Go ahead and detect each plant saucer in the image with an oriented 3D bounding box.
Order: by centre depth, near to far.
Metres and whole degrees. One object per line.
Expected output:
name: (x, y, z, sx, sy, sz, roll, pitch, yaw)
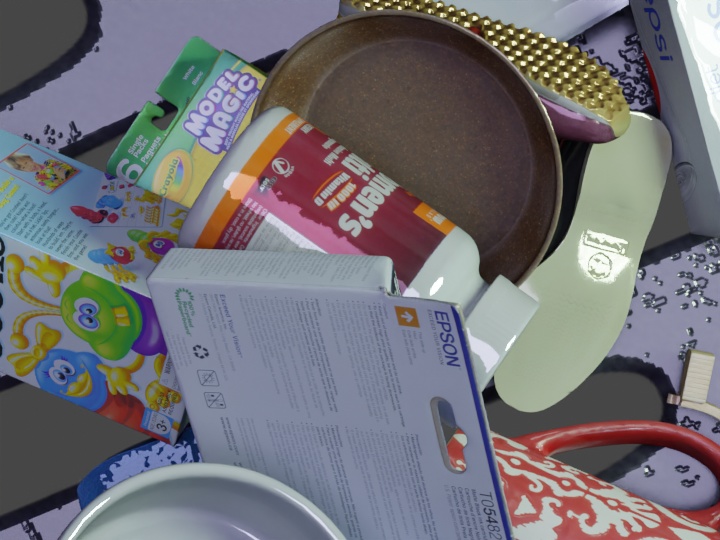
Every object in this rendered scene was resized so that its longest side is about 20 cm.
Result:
plant saucer: (0.030, -0.066, 1.618, 0.200, 0.037, 0.201, 7, 111, 18)

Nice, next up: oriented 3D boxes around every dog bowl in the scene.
dog bowl: (-0.093, 0.214, 1.489, 0.199, 0.079, 0.201, 7, 68, -17)

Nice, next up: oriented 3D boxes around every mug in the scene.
mug: (0.136, 0.175, 1.649, 0.200, 0.178, 0.134, 25, 125, 8)

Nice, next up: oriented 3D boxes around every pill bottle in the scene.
pill bottle: (0.000, 0.000, 1.572, 0.200, 0.110, 0.110, 34, 90, 4)

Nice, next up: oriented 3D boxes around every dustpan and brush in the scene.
dustpan and brush: (0.071, -0.228, 1.693, 0.139, 0.057, 0.200, -29, 94, 15)

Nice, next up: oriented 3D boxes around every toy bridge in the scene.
toy bridge: (0.291, 0.100, 1.671, 0.199, 0.027, 0.067, 11, 93, 1)

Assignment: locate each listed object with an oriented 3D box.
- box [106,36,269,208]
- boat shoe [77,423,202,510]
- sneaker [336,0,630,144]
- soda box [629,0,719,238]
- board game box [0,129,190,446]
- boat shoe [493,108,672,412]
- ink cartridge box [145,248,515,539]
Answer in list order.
box: (-0.056, -0.054, 1.692, 0.200, 0.048, 0.118, 33, 90, 6)
boat shoe: (-0.080, 0.114, 1.676, 0.199, 0.069, 0.084, -9, 85, 6)
sneaker: (0.070, -0.106, 1.653, 0.200, 0.075, 0.090, 24, 118, 17)
soda box: (0.219, -0.122, 1.641, 0.063, 0.068, 0.201, -19, 100, -13)
board game box: (-0.177, 0.007, 1.646, 0.200, 0.105, 0.103, 23, 125, 6)
boat shoe: (0.135, -0.007, 1.672, 0.074, 0.063, 0.202, 22, 89, -16)
ink cartridge box: (-0.008, 0.079, 1.533, 0.199, 0.041, 0.200, 5, 128, 25)
